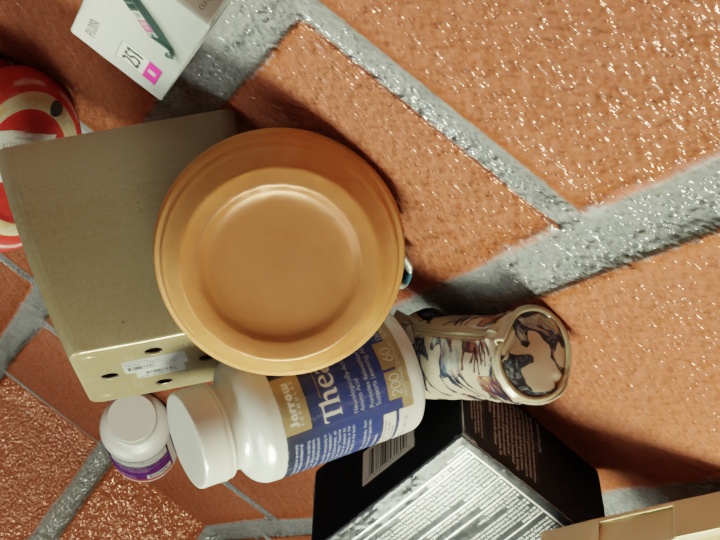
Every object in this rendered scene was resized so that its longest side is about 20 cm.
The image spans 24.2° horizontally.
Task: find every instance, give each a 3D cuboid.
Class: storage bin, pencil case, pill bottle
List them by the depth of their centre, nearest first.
[{"bbox_3d":[0.097,0.069,1.393,0.089,0.078,0.200,27,167,-22],"label":"pencil case"},{"bbox_3d":[-0.055,0.110,1.400,0.111,0.199,0.112,47,147,45],"label":"pill bottle"},{"bbox_3d":[0.279,0.289,1.450,0.199,0.094,0.199,-18,133,27],"label":"storage bin"},{"bbox_3d":[-0.352,0.260,2.656,0.112,0.113,0.200,32,162,11],"label":"pill bottle"}]

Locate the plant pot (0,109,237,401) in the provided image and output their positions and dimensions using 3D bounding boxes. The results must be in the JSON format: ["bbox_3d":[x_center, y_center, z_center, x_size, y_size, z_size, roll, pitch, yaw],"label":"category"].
[{"bbox_3d":[-0.184,0.001,1.427,0.198,0.178,0.200,-10,160,-4],"label":"plant pot"}]

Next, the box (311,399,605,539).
[{"bbox_3d":[0.090,0.223,1.557,0.198,0.200,0.124,40,-154,-22],"label":"box"}]

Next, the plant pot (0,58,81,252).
[{"bbox_3d":[-0.382,-0.115,1.607,0.182,0.201,0.201,19,157,34],"label":"plant pot"}]

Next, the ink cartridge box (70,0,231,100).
[{"bbox_3d":[-0.189,-0.219,1.241,0.173,0.044,0.200,37,163,-8],"label":"ink cartridge box"}]

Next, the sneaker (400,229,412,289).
[{"bbox_3d":[0.000,0.000,1.412,0.086,0.075,0.200,27,162,7],"label":"sneaker"}]

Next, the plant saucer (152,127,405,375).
[{"bbox_3d":[-0.063,-0.009,1.302,0.200,0.200,0.037,39,-169,-13],"label":"plant saucer"}]
